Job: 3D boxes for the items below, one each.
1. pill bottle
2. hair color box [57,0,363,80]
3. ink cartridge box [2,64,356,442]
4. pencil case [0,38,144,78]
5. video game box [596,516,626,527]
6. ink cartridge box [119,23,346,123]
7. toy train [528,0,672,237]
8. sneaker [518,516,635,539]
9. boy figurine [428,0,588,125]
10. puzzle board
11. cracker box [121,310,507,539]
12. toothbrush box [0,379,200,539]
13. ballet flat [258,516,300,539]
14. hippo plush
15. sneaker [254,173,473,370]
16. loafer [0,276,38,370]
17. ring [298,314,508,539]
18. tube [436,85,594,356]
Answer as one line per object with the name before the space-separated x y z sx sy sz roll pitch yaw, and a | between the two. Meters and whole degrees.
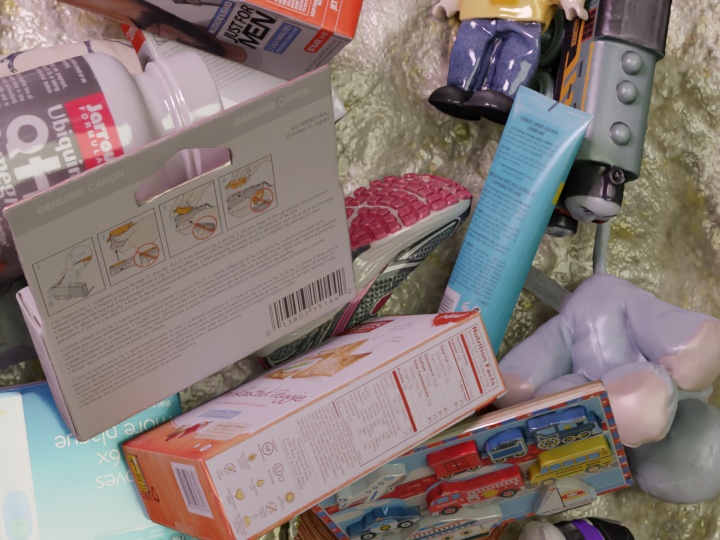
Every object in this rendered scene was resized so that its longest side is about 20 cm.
pill bottle | -0.179 -0.062 0.691 0.197 0.111 0.112 -20 91 -17
hair color box | -0.104 -0.188 0.749 0.197 0.111 0.065 17 79 -15
ink cartridge box | -0.100 -0.016 0.683 0.198 0.045 0.178 -27 135 -23
pencil case | -0.224 -0.094 0.768 0.197 0.078 0.091 -15 88 -19
video game box | 0.169 0.321 0.881 0.181 0.047 0.202 -32 95 -21
ink cartridge box | -0.105 -0.170 0.832 0.108 0.050 0.202 -29 93 -18
toy train | 0.173 -0.127 0.888 0.084 0.114 0.204 15 80 -16
sneaker | 0.174 0.272 0.827 0.098 0.069 0.204 -4 86 -21
boy figurine | 0.115 -0.210 0.880 0.064 0.123 0.203 16 89 -58
puzzle board | 0.072 0.139 0.760 0.197 0.151 0.018 -18 53 9
cracker box | -0.029 0.088 0.713 0.198 0.133 0.059 -25 98 -29
toothbrush box | -0.180 0.169 0.755 0.144 0.085 0.204 -7 88 -20
ballet flat | -0.075 0.204 0.798 0.074 0.064 0.204 -1 85 -3
hippo plush | 0.188 0.099 0.872 0.158 0.200 0.162 -32 122 -2
sneaker | 0.000 0.000 0.845 0.199 0.080 0.075 -37 125 -18
loafer | -0.253 0.039 0.759 0.197 0.063 0.073 -13 92 -16
ring | 0.034 0.134 0.867 0.197 0.019 0.204 2 83 -19
tube | 0.099 -0.024 0.831 0.050 0.077 0.203 9 105 -43
